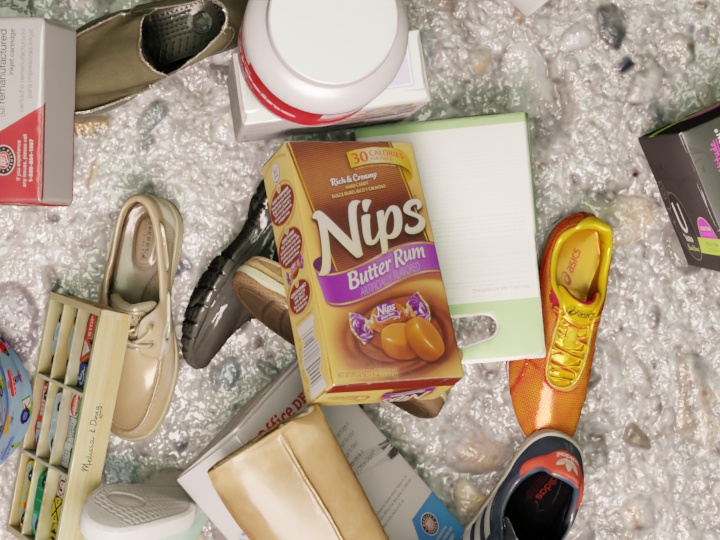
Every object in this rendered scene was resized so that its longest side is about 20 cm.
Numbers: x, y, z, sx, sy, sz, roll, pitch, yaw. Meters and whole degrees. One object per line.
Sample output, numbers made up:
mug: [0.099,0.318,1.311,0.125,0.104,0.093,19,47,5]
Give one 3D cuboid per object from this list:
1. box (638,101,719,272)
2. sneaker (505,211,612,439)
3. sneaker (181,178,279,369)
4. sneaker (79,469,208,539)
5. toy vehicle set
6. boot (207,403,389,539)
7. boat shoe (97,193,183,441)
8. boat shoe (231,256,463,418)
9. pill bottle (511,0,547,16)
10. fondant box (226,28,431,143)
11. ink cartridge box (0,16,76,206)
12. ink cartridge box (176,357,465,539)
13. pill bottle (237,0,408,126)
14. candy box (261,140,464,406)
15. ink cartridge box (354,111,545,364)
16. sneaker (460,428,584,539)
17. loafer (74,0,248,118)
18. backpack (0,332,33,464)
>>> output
box: [0.351,-0.093,1.596,0.199,0.149,0.125,-23,94,-5]
sneaker: [0.165,0.050,1.620,0.072,0.077,0.202,7,92,-7]
sneaker: [-0.074,0.002,1.604,0.090,0.076,0.201,34,92,-14]
sneaker: [-0.173,0.229,1.537,0.073,0.200,0.119,19,96,15]
toy vehicle set: [-0.234,0.124,1.563,0.026,0.124,0.202,11,90,-28]
boot: [0.009,0.189,1.464,0.174,0.066,0.201,-31,90,-17]
boat shoe: [-0.184,0.038,1.588,0.071,0.065,0.202,7,89,11]
boat shoe: [-0.008,0.038,1.567,0.199,0.072,0.077,34,72,-13]
pill bottle: [0.106,-0.313,1.590,0.116,0.116,0.200,-41,93,-3]
fondant box: [-0.029,-0.142,1.538,0.143,0.200,0.059,-8,92,-5]
ink cartridge box: [-0.333,-0.126,1.549,0.198,0.084,0.146,1,91,11]
ink cartridge box: [-0.028,0.188,1.564,0.200,0.146,0.086,49,125,-3]
pill bottle: [-0.026,-0.160,1.337,0.111,0.200,0.113,0,90,-5]
candy box: [0.000,0.000,1.518,0.116,0.056,0.202,-2,68,-28]
ink cartridge box: [0.076,-0.025,1.614,0.144,0.048,0.202,-5,93,6]
sneaker: [0.122,0.229,1.600,0.074,0.085,0.201,22,105,-7]
loafer: [-0.180,-0.182,1.578,0.199,0.070,0.076,-25,92,10]
backpack: [-0.365,0.114,1.548,0.199,0.135,0.183,-35,93,-5]
